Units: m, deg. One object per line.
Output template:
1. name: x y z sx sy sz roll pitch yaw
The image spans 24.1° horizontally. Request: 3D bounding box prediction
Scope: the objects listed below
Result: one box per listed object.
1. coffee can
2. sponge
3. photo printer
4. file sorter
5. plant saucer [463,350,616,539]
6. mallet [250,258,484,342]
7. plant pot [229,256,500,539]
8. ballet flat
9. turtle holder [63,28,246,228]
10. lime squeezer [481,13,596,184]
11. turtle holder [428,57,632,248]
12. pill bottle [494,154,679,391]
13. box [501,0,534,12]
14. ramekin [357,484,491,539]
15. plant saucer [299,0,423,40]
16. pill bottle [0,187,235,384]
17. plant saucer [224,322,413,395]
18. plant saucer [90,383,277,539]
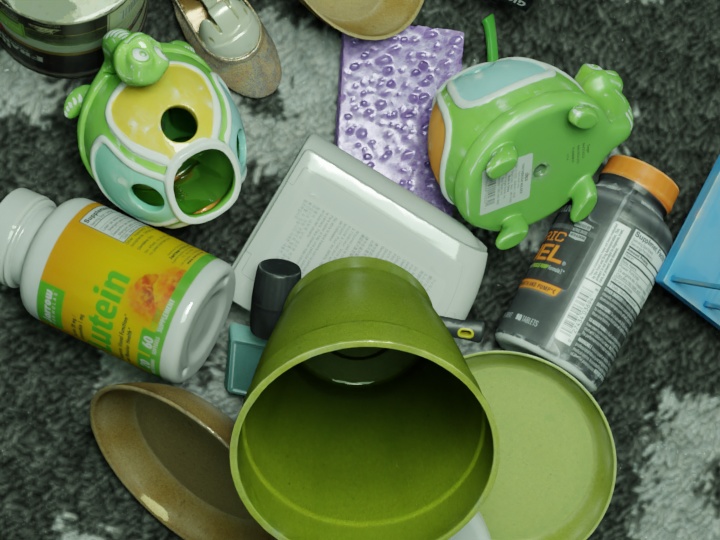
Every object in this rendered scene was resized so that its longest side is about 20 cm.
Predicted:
1. coffee can: -0.247 -0.254 1.410 0.145 0.200 0.147 1 84 -9
2. sponge: 0.032 -0.123 1.528 0.111 0.030 0.202 5 84 -8
3. photo printer: 0.000 0.000 1.468 0.199 0.069 0.167 30 105 -4
4. file sorter: 0.391 0.005 1.491 0.200 0.122 0.139 34 80 -28
5. plant saucer: 0.125 0.165 1.484 0.199 0.031 0.201 2 102 10
6. mallet: 0.003 0.046 1.427 0.199 0.041 0.066 16 114 -5
7. plant pot: 0.001 0.091 1.324 0.199 0.193 0.202 -1 119 -1
8. ballet flat: -0.138 -0.240 1.493 0.068 0.067 0.200 -36 91 -6
9. turtle holder: -0.157 -0.122 1.409 0.140 0.132 0.186 -9 128 -32
10. lime squeezer: 0.149 -0.134 1.550 0.071 0.038 0.201 -35 90 -41
11. turtle holder: 0.142 -0.125 1.445 0.185 0.141 0.132 -41 51 3
12. pill bottle: 0.209 -0.002 1.505 0.106 0.106 0.201 30 81 -5
13. box: 0.117 -0.353 1.527 0.158 0.046 0.201 24 65 -6
14. ramekin: 0.036 0.258 1.393 0.094 0.202 0.204 -14 86 33
15. plant saucer: -0.020 -0.296 1.495 0.199 0.035 0.202 15 68 -41
16. pill bottle: -0.216 0.007 1.422 0.199 0.111 0.112 24 81 12
17. plant saucer: -0.022 0.098 1.461 0.199 0.019 0.070 12 121 8
18. plant saucer: -0.136 0.160 1.395 0.200 0.200 0.035 43 57 -3
